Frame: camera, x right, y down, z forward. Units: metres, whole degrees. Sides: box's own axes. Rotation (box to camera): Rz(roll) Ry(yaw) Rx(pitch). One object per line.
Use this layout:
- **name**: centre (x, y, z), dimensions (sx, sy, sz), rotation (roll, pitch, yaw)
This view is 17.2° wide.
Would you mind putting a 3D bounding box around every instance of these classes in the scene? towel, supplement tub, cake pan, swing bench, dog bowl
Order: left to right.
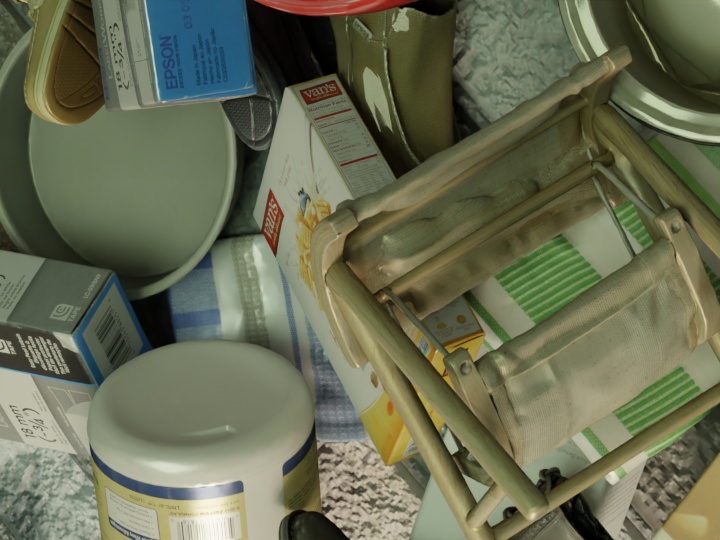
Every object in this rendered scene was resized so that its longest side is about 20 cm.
- **cake pan**: centre (-0.161, -0.080, 1.586), dimensions (0.200, 0.037, 0.201), rotation (3, 97, 27)
- **supplement tub**: centre (-0.096, 0.161, 1.535), dimensions (0.144, 0.144, 0.200), rotation (14, 125, 25)
- **towel**: centre (-0.038, 0.046, 1.566), dimensions (0.200, 0.024, 0.147), rotation (-4, 98, 29)
- **swing bench**: centre (0.103, 0.018, 1.299), dimensions (0.200, 0.199, 0.130), rotation (56, 163, 11)
- **towel**: centre (0.175, 0.008, 1.392), dimensions (0.200, 0.023, 0.153), rotation (-41, 80, -3)
- **dog bowl**: centre (0.215, -0.171, 1.343), dimensions (0.200, 0.074, 0.200), rotation (3, 97, 25)

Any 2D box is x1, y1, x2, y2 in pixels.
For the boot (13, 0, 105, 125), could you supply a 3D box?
- **boot**: centre (-0.218, -0.183, 1.548), dimensions (0.154, 0.072, 0.200), rotation (0, 66, 30)

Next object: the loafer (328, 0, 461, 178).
- **loafer**: centre (0.025, -0.137, 1.461), dimensions (0.067, 0.076, 0.200), rotation (-17, 93, 36)

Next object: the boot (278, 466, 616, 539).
- **boot**: centre (0.066, 0.177, 1.430), dimensions (0.200, 0.069, 0.174), rotation (45, 117, 4)

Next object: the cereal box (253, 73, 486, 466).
- **cereal box**: centre (0.000, 0.000, 1.448), dimensions (0.200, 0.039, 0.144), rotation (60, 155, 25)

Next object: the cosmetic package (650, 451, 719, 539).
- **cosmetic package**: centre (0.257, 0.105, 1.376), dimensions (0.071, 0.105, 0.200), rotation (40, 115, 15)

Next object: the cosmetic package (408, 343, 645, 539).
- **cosmetic package**: centre (0.106, 0.136, 1.477), dimensions (0.113, 0.081, 0.200), rotation (28, 114, 21)

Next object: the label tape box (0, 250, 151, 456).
- **label tape box**: centre (-0.240, 0.051, 1.604), dimensions (0.200, 0.063, 0.144), rotation (10, 143, 26)

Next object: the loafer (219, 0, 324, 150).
- **loafer**: centre (-0.075, -0.171, 1.522), dimensions (0.072, 0.063, 0.200), rotation (-34, 73, 47)

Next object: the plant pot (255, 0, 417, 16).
- **plant pot**: centre (0.014, -0.241, 1.307), dimensions (0.200, 0.182, 0.201), rotation (3, 97, 26)

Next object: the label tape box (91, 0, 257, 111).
- **label tape box**: centre (-0.127, -0.169, 1.431), dimensions (0.200, 0.063, 0.144), rotation (-176, 78, -71)
